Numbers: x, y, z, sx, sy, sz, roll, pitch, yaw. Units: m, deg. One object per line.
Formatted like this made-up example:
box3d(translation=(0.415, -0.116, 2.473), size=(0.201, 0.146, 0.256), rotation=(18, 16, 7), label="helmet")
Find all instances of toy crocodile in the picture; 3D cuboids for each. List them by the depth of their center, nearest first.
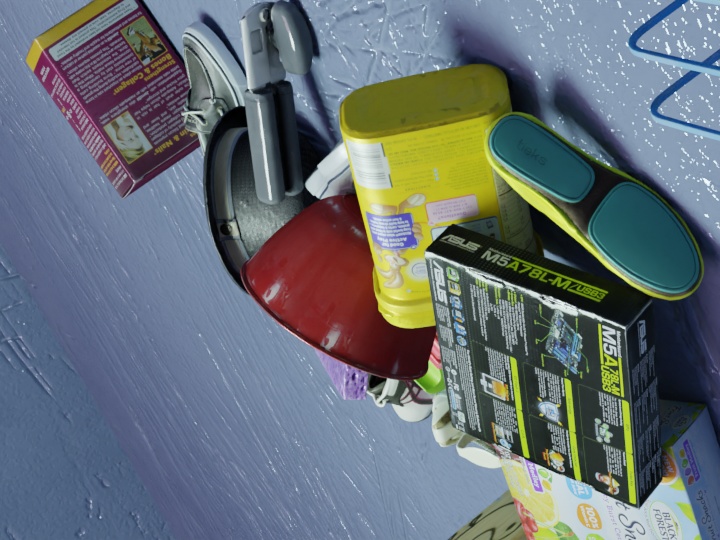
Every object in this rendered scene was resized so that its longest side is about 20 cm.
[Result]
box3d(translation=(0.086, 0.058, 1.701), size=(0.068, 0.062, 0.200), rotation=(48, 159, 15), label="toy crocodile")

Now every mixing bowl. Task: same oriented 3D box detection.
box3d(translation=(0.000, 0.000, 1.600), size=(0.199, 0.109, 0.200), rotation=(26, -162, -9), label="mixing bowl")

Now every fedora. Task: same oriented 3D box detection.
box3d(translation=(-0.083, -0.074, 1.797), size=(0.091, 0.201, 0.202), rotation=(-5, 126, 26), label="fedora")

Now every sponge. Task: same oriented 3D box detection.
box3d(translation=(-0.020, 0.051, 1.820), size=(0.200, 0.030, 0.113), rotation=(-130, 44, -70), label="sponge")

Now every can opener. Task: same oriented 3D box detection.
box3d(translation=(-0.076, -0.160, 1.668), size=(0.067, 0.053, 0.202), rotation=(15, 121, 41), label="can opener")

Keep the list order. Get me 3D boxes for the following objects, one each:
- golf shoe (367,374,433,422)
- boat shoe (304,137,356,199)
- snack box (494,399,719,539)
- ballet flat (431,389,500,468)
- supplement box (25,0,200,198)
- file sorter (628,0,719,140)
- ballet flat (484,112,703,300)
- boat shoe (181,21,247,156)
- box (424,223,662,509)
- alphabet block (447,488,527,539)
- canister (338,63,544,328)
box3d(translation=(0.035, 0.112, 1.871), size=(0.077, 0.088, 0.201), rotation=(42, 158, 27), label="golf shoe")
box3d(translation=(0.000, -0.098, 1.658), size=(0.067, 0.074, 0.200), rotation=(39, 170, -3), label="boat shoe")
box3d(translation=(0.223, 0.192, 1.508), size=(0.199, 0.068, 0.170), rotation=(1, 122, 43), label="snack box")
box3d(translation=(0.118, 0.160, 1.779), size=(0.200, 0.071, 0.069), rotation=(26, 147, 54), label="ballet flat")
box3d(translation=(-0.271, -0.205, 1.989), size=(0.201, 0.130, 0.103), rotation=(56, 161, -3), label="supplement box")
box3d(translation=(0.209, -0.182, 0.951), size=(0.138, 0.122, 0.201), rotation=(26, 146, 54), label="file sorter")
box3d(translation=(0.177, -0.048, 1.320), size=(0.200, 0.067, 0.067), rotation=(39, 175, 12), label="ballet flat")
box3d(translation=(-0.155, -0.169, 1.868), size=(0.072, 0.071, 0.201), rotation=(29, 148, 50), label="boat shoe")
box3d(translation=(0.148, 0.077, 1.392), size=(0.192, 0.048, 0.201), rotation=(19, 137, 33), label="box")
box3d(translation=(0.186, 0.330, 1.711), size=(0.197, 0.199, 0.195), rotation=(55, 160, -2), label="alphabet block")
box3d(translation=(0.069, -0.061, 1.433), size=(0.087, 0.147, 0.201), rotation=(-94, -8, -51), label="canister")
